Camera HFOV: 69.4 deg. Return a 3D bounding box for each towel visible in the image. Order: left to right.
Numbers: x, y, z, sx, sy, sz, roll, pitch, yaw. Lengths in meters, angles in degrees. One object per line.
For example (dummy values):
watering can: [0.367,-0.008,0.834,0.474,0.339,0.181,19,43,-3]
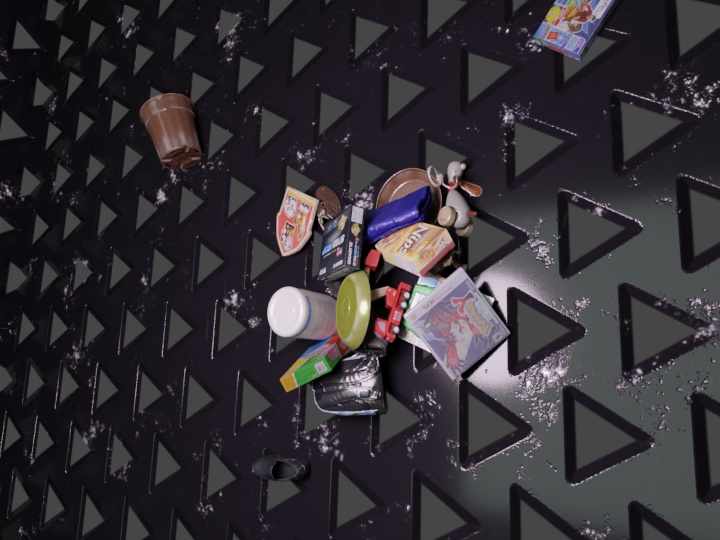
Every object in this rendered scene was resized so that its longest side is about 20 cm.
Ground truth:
towel: [0.091,-0.140,1.348,0.197,0.148,0.050,-20,113,33]

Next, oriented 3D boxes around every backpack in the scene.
backpack: [-0.031,0.311,1.381,0.195,0.154,0.168,-12,76,5]

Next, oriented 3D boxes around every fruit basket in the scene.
fruit basket: [0.208,0.119,1.295,0.197,0.093,0.189,24,93,27]

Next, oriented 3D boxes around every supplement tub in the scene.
supplement tub: [-0.152,0.122,1.440,0.129,0.199,0.136,-6,77,29]

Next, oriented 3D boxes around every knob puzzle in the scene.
knob puzzle: [-0.213,-0.142,1.594,0.217,0.030,0.226,-10,76,46]

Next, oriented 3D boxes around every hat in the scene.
hat: [0.000,0.000,1.446,0.197,0.080,0.206,-12,70,35]

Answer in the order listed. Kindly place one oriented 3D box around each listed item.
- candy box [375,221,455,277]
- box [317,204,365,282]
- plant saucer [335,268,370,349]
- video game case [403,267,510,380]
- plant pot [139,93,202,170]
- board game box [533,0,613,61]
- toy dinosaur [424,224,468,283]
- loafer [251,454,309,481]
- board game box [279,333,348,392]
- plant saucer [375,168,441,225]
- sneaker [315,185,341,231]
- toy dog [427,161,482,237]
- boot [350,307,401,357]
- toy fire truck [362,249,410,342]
candy box: [0.129,-0.061,1.276,0.115,0.056,0.199,-42,25,-10]
box: [-0.052,-0.066,1.369,0.199,0.045,0.163,157,122,-64]
plant saucer: [-0.026,0.096,1.322,0.199,0.030,0.206,-173,90,-69]
video game case: [0.230,0.128,1.240,0.181,0.023,0.201,-39,97,3]
plant pot: [-0.667,-0.487,1.870,0.197,0.199,0.202,-27,77,23]
board game box: [0.538,-0.633,1.271,0.135,0.034,0.202,38,100,29]
toy dinosaur: [0.185,-0.027,1.306,0.133,0.199,0.088,15,128,33]
loafer: [-0.238,0.564,1.484,0.196,0.070,0.070,-9,76,29]
board game box: [-0.111,0.237,1.399,0.151,0.200,0.041,-29,95,22]
plant saucer: [0.135,-0.176,1.423,0.196,0.036,0.206,-6,78,29]
sneaker: [-0.094,-0.172,1.533,0.070,0.075,0.204,-31,67,21]
toy dog: [0.256,-0.189,1.315,0.095,0.130,0.205,-19,80,48]
boot: [0.003,0.158,1.377,0.196,0.069,0.131,6,41,34]
toy fire truck: [0.052,0.064,1.316,0.138,0.049,0.204,20,73,1]
